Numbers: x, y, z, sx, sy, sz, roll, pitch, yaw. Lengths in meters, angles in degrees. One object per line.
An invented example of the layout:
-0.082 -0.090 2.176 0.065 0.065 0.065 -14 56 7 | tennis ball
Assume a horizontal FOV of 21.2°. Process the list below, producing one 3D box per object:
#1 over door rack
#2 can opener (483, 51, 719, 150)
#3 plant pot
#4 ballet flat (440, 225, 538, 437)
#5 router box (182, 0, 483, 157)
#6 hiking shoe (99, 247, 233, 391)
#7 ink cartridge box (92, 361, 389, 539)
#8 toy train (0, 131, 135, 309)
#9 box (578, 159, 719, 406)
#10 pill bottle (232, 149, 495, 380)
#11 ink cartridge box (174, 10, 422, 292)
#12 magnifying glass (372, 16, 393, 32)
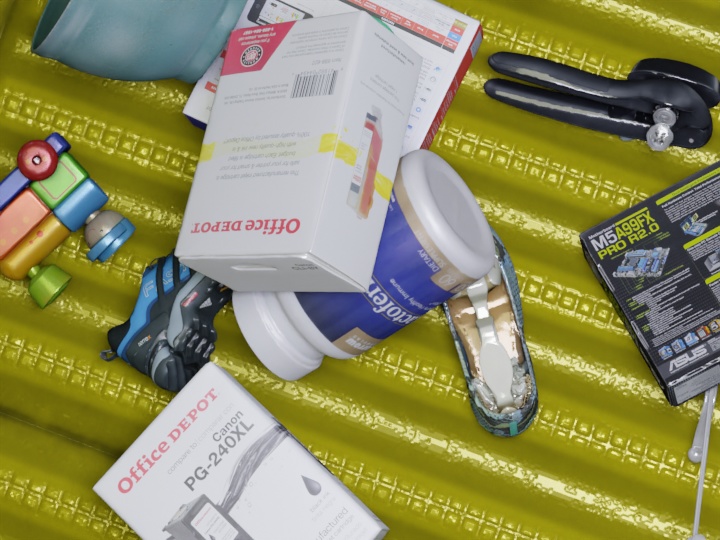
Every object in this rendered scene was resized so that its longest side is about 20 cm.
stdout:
0.333 0.166 1.518 0.146 0.067 0.201 9 53 6 | over door rack
0.200 -0.142 1.608 0.198 0.079 0.064 8 121 10 | can opener
-0.168 -0.238 1.597 0.134 0.200 0.201 28 85 -18 | plant pot
0.103 0.036 1.579 0.074 0.074 0.201 -19 80 2 | ballet flat
-0.023 -0.167 1.630 0.199 0.049 0.181 26 85 9 | router box
-0.140 -0.002 1.605 0.086 0.074 0.201 24 74 27 | hiking shoe
-0.098 0.194 1.566 0.200 0.083 0.145 43 88 10 | ink cartridge box
-0.294 -0.012 1.623 0.200 0.085 0.116 -44 94 -2 | toy train
0.300 -0.005 1.551 0.199 0.044 0.161 -28 58 0 | box
0.000 0.000 1.548 0.199 0.116 0.116 -33 79 22 | pill bottle
-0.048 -0.088 1.494 0.144 0.083 0.202 -1 68 39 | ink cartridge box
-0.030 -0.118 1.589 0.079 0.022 0.201 26 83 9 | magnifying glass
